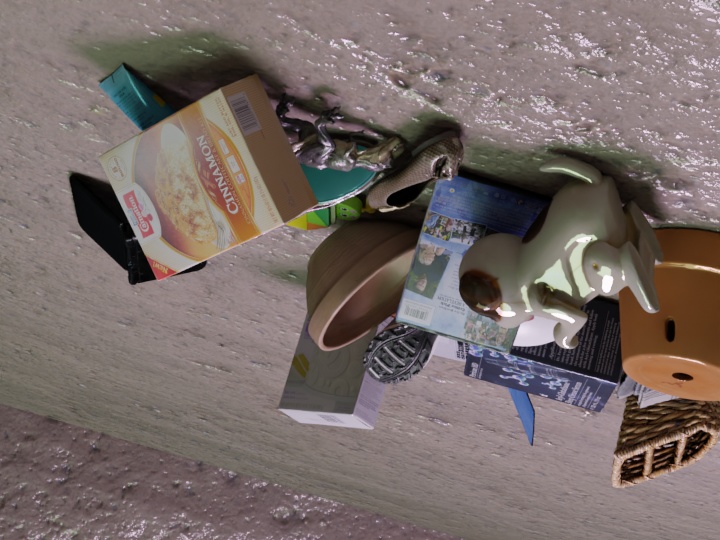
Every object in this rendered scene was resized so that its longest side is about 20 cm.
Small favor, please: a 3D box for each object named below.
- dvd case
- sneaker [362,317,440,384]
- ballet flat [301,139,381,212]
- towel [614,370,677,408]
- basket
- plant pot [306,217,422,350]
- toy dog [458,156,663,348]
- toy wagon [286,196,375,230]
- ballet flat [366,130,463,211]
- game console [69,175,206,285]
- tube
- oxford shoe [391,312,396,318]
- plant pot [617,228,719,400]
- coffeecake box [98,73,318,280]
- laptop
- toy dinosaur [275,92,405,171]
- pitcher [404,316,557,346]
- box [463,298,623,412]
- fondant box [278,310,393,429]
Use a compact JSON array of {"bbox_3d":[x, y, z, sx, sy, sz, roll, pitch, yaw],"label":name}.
[{"bbox_3d":[0.131,-0.009,1.503,0.141,0.018,0.202,16,116,0],"label":"dvd case"},{"bbox_3d":[0.081,0.071,1.724,0.074,0.200,0.079,42,-161,0],"label":"sneaker"},{"bbox_3d":[-0.065,-0.093,1.498,0.199,0.070,0.071,-27,-179,9],"label":"ballet flat"},{"bbox_3d":[0.428,0.123,1.683,0.198,0.035,0.193,-10,158,-1],"label":"towel"},{"bbox_3d":[0.447,0.243,1.922,0.141,0.150,0.200,12,159,13],"label":"basket"},{"bbox_3d":[0.000,0.000,1.648,0.093,0.200,0.201,50,167,16],"label":"plant pot"},{"bbox_3d":[0.198,-0.006,1.406,0.199,0.140,0.194,-24,121,26],"label":"toy dog"},{"bbox_3d":[-0.079,-0.092,1.607,0.198,0.040,0.155,15,160,5],"label":"toy wagon"},{"bbox_3d":[0.061,-0.097,1.447,0.067,0.047,0.200,-22,173,-27],"label":"ballet flat"},{"bbox_3d":[-0.314,-0.066,1.893,0.174,0.117,0.200,-12,164,-11],"label":"game console"},{"bbox_3d":[-0.212,-0.152,1.509,0.200,0.051,0.077,43,147,-17],"label":"tube"},{"bbox_3d":[0.038,0.029,1.793,0.198,0.072,0.071,11,161,21],"label":"oxford shoe"},{"bbox_3d":[0.379,0.059,1.502,0.198,0.141,0.200,14,159,5],"label":"plant pot"},{"bbox_3d":[-0.166,-0.097,1.424,0.199,0.073,0.155,-22,97,36],"label":"coffeecake box"},{"bbox_3d":[0.173,0.161,1.967,0.198,0.117,0.188,12,159,11],"label":"laptop"},{"bbox_3d":[-0.053,-0.141,1.419,0.198,0.048,0.089,2,137,7],"label":"toy dinosaur"},{"bbox_3d":[0.161,0.006,1.571,0.198,0.122,0.173,7,133,-6],"label":"pitcher"},{"bbox_3d":[0.246,0.096,1.751,0.198,0.108,0.149,15,161,7],"label":"box"},{"bbox_3d":[-0.024,0.119,1.884,0.143,0.202,0.058,-1,153,40],"label":"fondant box"}]
